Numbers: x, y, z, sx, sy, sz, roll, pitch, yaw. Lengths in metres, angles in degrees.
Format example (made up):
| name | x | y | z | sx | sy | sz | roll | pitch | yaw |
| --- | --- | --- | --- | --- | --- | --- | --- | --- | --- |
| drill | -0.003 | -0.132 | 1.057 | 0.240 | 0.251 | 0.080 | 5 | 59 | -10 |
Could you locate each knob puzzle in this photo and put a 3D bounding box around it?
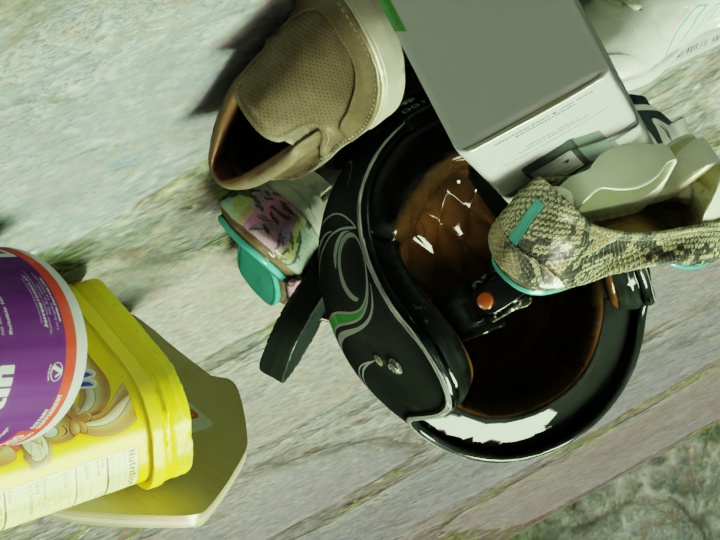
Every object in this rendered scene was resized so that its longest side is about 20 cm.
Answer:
| name | x | y | z | sx | sy | sz | roll | pitch | yaw |
| --- | --- | --- | --- | --- | --- | --- | --- | --- | --- |
| knob puzzle | -0.159 | 0.109 | 1.806 | 0.219 | 0.220 | 0.031 | -17 | 129 | -34 |

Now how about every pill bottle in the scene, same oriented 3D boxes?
| name | x | y | z | sx | sy | sz | roll | pitch | yaw |
| --- | --- | --- | --- | --- | --- | --- | --- | --- | --- |
| pill bottle | -0.243 | 0.044 | 1.554 | 0.112 | 0.113 | 0.200 | -33 | 165 | 27 |

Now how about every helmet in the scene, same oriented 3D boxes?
| name | x | y | z | sx | sy | sz | roll | pitch | yaw |
| --- | --- | --- | --- | --- | --- | --- | --- | --- | --- |
| helmet | 0.069 | 0.004 | 1.645 | 0.200 | 0.200 | 0.191 | -24 | 165 | -8 |

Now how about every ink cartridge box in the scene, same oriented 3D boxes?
| name | x | y | z | sx | sy | sz | roll | pitch | yaw |
| --- | --- | --- | --- | --- | --- | --- | --- | --- | --- |
| ink cartridge box | 0.070 | -0.119 | 1.456 | 0.084 | 0.146 | 0.200 | -29 | 167 | 7 |

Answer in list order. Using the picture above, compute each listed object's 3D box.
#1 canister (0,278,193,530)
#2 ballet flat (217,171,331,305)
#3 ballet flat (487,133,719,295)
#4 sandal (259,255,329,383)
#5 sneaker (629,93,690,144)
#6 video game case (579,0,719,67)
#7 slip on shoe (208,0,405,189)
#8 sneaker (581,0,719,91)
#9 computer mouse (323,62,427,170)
| name | x | y | z | sx | sy | sz | roll | pitch | yaw |
| --- | --- | --- | --- | --- | --- | --- | --- | --- | --- |
| canister | -0.220 | 0.091 | 1.713 | 0.200 | 0.149 | 0.087 | -18 | 129 | -24 |
| ballet flat | -0.045 | -0.025 | 1.788 | 0.071 | 0.069 | 0.200 | -44 | 172 | -5 |
| ballet flat | 0.144 | -0.034 | 1.484 | 0.200 | 0.068 | 0.075 | -11 | 139 | -50 |
| sandal | 0.000 | 0.001 | 1.786 | 0.201 | 0.048 | 0.075 | -58 | 171 | -40 |
| sneaker | 0.130 | -0.064 | 1.905 | 0.199 | 0.080 | 0.130 | -24 | -177 | 40 |
| video game case | 0.157 | -0.145 | 1.783 | 0.200 | 0.023 | 0.182 | -25 | 167 | -4 |
| slip on shoe | -0.033 | -0.093 | 1.521 | 0.061 | 0.076 | 0.200 | -28 | 175 | -22 |
| sneaker | 0.175 | -0.163 | 1.655 | 0.200 | 0.070 | 0.080 | -25 | 132 | -16 |
| computer mouse | 0.049 | -0.125 | 1.655 | 0.200 | 0.034 | 0.059 | -36 | 164 | 11 |
